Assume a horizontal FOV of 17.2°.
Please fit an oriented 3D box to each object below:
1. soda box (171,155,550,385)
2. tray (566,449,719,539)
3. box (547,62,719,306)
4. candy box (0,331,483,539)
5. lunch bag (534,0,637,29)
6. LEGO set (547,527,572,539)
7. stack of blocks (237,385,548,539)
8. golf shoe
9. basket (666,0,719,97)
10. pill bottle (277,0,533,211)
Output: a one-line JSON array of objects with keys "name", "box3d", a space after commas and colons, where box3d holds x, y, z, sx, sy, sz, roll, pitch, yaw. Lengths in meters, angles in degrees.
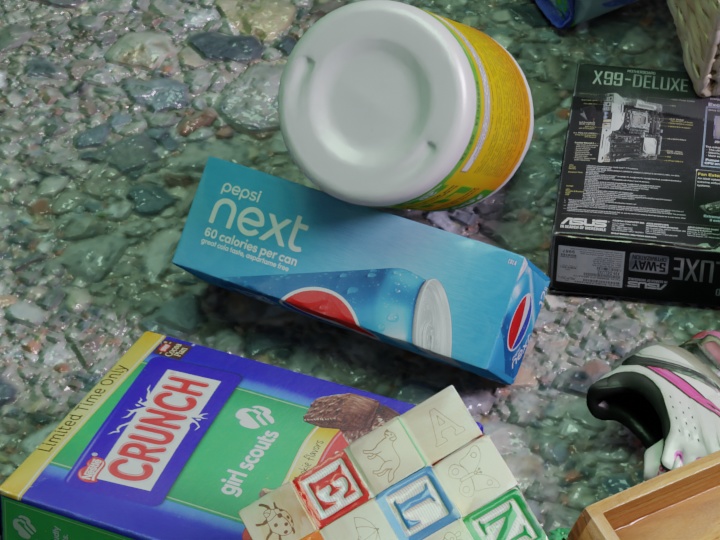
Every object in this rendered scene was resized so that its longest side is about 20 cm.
[{"name": "soda box", "box3d": [0.000, 0.000, 1.347, 0.200, 0.064, 0.068, 18, 85, 21]}, {"name": "tray", "box3d": [0.206, 0.127, 1.132, 0.200, 0.037, 0.099, -19, 62, -27]}, {"name": "box", "box3d": [0.217, -0.049, 1.415, 0.199, 0.050, 0.158, 5, 45, 7]}, {"name": "candy box", "box3d": [-0.059, 0.121, 1.213, 0.199, 0.077, 0.169, 14, 33, 17]}, {"name": "lunch bag", "box3d": [0.163, -0.277, 1.595, 0.170, 0.128, 0.200, -20, 57, -17]}, {"name": "LEGO set", "box3d": [0.110, 0.192, 1.126, 0.153, 0.116, 0.200, -19, 47, -16]}, {"name": "stack of blocks", "box3d": [0.044, 0.166, 1.051, 0.115, 0.059, 0.200, -30, 63, -2]}, {"name": "golf shoe", "box3d": [0.194, 0.112, 1.236, 0.092, 0.073, 0.200, -16, 39, -20]}, {"name": "basket", "box3d": [0.241, -0.216, 1.416, 0.123, 0.136, 0.200, -12, 68, -3]}, {"name": "pill bottle", "box3d": [0.036, -0.090, 1.362, 0.111, 0.111, 0.200, 16, 5, 18]}]
